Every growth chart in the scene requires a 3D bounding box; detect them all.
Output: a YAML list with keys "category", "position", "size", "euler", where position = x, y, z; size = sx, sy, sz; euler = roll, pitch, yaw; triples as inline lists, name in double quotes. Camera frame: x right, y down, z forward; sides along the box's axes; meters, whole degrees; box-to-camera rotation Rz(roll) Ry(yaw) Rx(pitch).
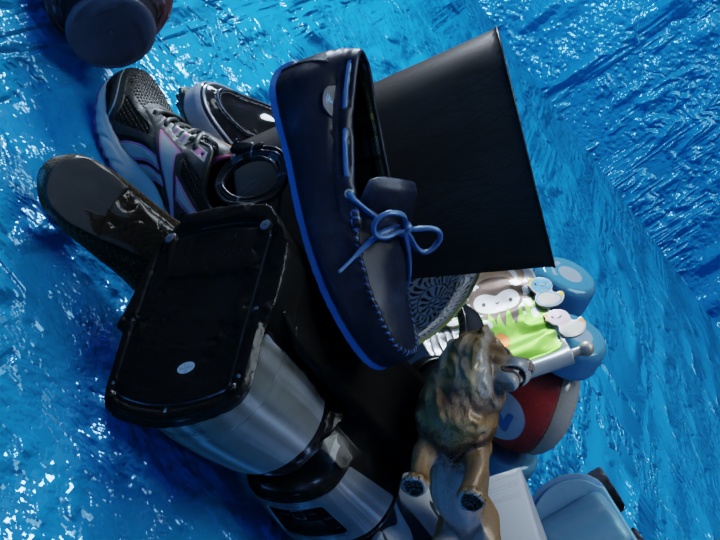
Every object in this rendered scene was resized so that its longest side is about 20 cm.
- category: "growth chart"
  position: [0.110, 0.036, 1.064]
  size: [0.200, 0.145, 0.018]
  euler: [56, -12, 47]

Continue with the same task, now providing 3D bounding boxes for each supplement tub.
- category: "supplement tub"
  position: [-0.211, -0.254, 0.978]
  size: [0.107, 0.107, 0.200]
  euler: [37, 27, -39]

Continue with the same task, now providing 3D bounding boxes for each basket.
- category: "basket"
  position: [0.022, -0.061, 0.842]
  size: [0.136, 0.200, 0.180]
  euler: [-87, 160, -61]

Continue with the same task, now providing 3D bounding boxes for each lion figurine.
- category: "lion figurine"
  position: [0.068, 0.144, 0.783]
  size: [0.123, 0.072, 0.200]
  euler: [-66, 161, -57]

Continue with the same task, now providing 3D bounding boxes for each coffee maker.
- category: "coffee maker"
  position: [-0.040, 0.056, 0.760]
  size: [0.135, 0.192, 0.200]
  euler: [20, -19, 40]

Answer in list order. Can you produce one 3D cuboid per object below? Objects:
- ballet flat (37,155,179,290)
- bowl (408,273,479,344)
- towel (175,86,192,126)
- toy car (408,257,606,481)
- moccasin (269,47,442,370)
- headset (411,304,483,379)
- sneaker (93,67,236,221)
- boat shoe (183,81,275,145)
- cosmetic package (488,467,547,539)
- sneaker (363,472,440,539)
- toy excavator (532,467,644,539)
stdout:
- category: "ballet flat"
  position: [-0.141, -0.007, 0.812]
  size: [0.200, 0.067, 0.046]
  euler: [41, -17, -26]
- category: "bowl"
  position: [0.000, 0.000, 0.944]
  size: [0.094, 0.201, 0.201]
  euler: [79, -11, -61]
- category: "towel"
  position: [-0.069, -0.080, 1.031]
  size: [0.200, 0.022, 0.147]
  euler: [4, 63, -50]
- category: "toy car"
  position: [0.100, 0.079, 1.125]
  size: [0.200, 0.184, 0.177]
  euler: [17, 34, -8]
- category: "moccasin"
  position: [0.000, -0.042, 0.710]
  size: [0.080, 0.068, 0.200]
  euler: [-6, 76, -70]
- category: "headset"
  position: [0.036, 0.105, 0.963]
  size: [0.094, 0.123, 0.200]
  euler: [30, 55, -27]
- category: "sneaker"
  position: [-0.129, -0.079, 0.903]
  size: [0.080, 0.086, 0.200]
  euler: [0, 57, -57]
- category: "boat shoe"
  position: [-0.055, -0.103, 0.987]
  size: [0.200, 0.068, 0.072]
  euler: [35, 42, -31]
- category: "cosmetic package"
  position: [0.135, 0.252, 0.939]
  size: [0.083, 0.051, 0.200]
  euler: [-103, 172, -49]
- category: "sneaker"
  position: [0.033, 0.177, 0.859]
  size: [0.130, 0.079, 0.199]
  euler: [46, 34, -42]
- category: "toy excavator"
  position: [0.213, 0.264, 1.026]
  size: [0.195, 0.100, 0.200]
  euler: [60, 2, 20]
